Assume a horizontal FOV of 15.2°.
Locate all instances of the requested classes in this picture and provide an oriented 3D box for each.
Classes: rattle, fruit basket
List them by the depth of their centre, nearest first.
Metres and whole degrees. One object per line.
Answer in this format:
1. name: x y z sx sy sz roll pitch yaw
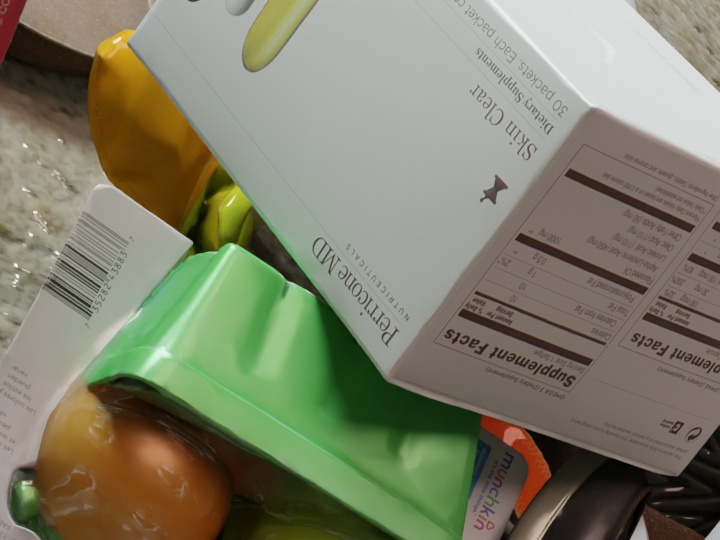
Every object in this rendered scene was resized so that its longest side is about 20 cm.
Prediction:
1. fruit basket: -0.055 0.102 0.866 0.185 0.094 0.200 32 75 -19
2. rattle: 0.000 0.000 1.008 0.130 0.143 0.200 -28 53 -28

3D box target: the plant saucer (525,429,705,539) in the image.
1. plant saucer: 0.122 0.052 1.266 0.200 0.032 0.200 32 30 -21

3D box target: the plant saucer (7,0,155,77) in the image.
1. plant saucer: -0.151 -0.153 1.178 0.200 0.034 0.201 33 29 -22

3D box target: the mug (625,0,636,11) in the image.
1. mug: 0.040 -0.093 1.136 0.149 0.186 0.154 -10 76 -40

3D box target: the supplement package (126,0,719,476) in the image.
1. supplement package: 0.043 -0.046 0.931 0.156 0.111 0.200 20 22 -44

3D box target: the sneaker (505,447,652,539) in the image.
1. sneaker: 0.080 0.156 0.904 0.106 0.075 0.200 21 59 13

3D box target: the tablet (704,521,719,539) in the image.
1. tablet: 0.151 0.163 0.963 0.130 0.014 0.200 33 51 18

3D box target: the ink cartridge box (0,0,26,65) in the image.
1. ink cartridge box: -0.233 -0.115 0.911 0.200 0.083 0.146 18 11 -40

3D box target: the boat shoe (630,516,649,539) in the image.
1. boat shoe: 0.079 0.167 1.012 0.074 0.068 0.200 80 11 -46

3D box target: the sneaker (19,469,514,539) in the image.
1. sneaker: -0.027 0.068 0.983 0.200 0.071 0.080 24 29 -14

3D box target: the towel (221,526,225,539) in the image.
1. towel: -0.016 0.107 1.024 0.086 0.018 0.200 32 30 -24

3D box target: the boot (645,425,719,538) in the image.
1. boot: 0.132 0.053 1.146 0.182 0.073 0.200 38 5 -26
